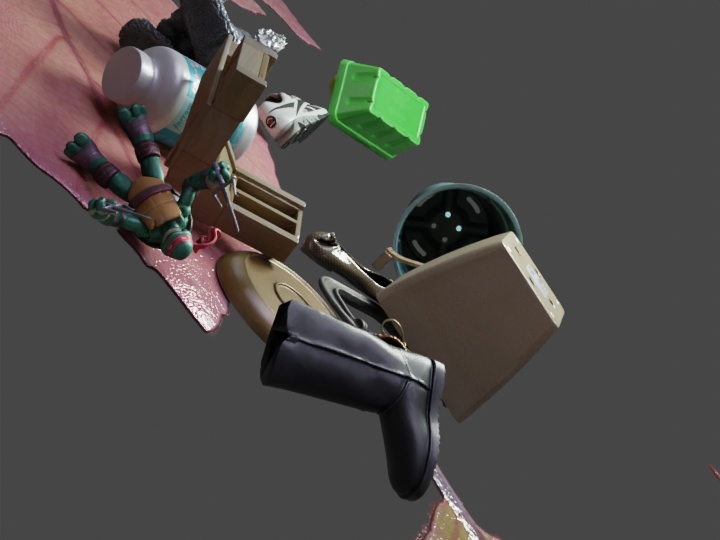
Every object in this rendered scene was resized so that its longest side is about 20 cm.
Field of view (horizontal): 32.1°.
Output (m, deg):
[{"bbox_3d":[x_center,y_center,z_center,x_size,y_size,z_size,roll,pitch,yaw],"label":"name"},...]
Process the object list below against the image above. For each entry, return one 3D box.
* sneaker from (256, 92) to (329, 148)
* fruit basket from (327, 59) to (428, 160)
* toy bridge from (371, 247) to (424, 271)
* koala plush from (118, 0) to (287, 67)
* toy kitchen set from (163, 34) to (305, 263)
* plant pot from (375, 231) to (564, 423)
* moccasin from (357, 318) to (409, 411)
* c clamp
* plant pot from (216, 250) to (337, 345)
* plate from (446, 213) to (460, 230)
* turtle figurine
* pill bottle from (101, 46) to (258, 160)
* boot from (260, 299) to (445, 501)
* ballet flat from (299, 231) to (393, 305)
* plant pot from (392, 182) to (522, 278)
[{"bbox_3d":[-0.112,-0.257,2.041,0.089,0.074,0.200,47,16,2],"label":"sneaker"},{"bbox_3d":[0.005,-0.321,2.445,0.214,0.157,0.216,13,-15,3],"label":"fruit basket"},{"bbox_3d":[0.107,0.039,1.861,0.200,0.067,0.027,46,16,8],"label":"toy bridge"},{"bbox_3d":[-0.206,-0.302,1.784,0.185,0.177,0.200,58,18,7],"label":"koala plush"},{"bbox_3d":[-0.112,-0.162,1.472,0.180,0.200,0.164,28,35,-17],"label":"toy kitchen set"},{"bbox_3d":[0.162,0.055,1.684,0.201,0.177,0.200,56,15,1],"label":"plant pot"},{"bbox_3d":[0.030,0.107,1.473,0.074,0.078,0.201,48,13,9],"label":"moccasin"},{"bbox_3d":[0.028,0.081,1.633,0.200,0.027,0.171,32,21,-40],"label":"c clamp"},{"bbox_3d":[-0.082,0.045,1.452,0.200,0.027,0.200,41,16,-15],"label":"plant pot"},{"bbox_3d":[0.213,-0.051,2.423,0.200,0.026,0.200,40,16,-14],"label":"plate"},{"bbox_3d":[-0.219,-0.077,1.302,0.149,0.101,0.200,-24,60,-28],"label":"turtle figurine"},{"bbox_3d":[-0.229,-0.210,1.573,0.199,0.111,0.111,23,26,-50],"label":"pill bottle"},{"bbox_3d":[-0.012,0.136,1.305,0.199,0.066,0.166,25,55,-27],"label":"boot"},{"bbox_3d":[0.000,0.000,1.716,0.199,0.046,0.067,33,4,-33],"label":"ballet flat"},{"bbox_3d":[0.144,-0.053,1.988,0.200,0.200,0.196,41,8,-10],"label":"plant pot"}]
